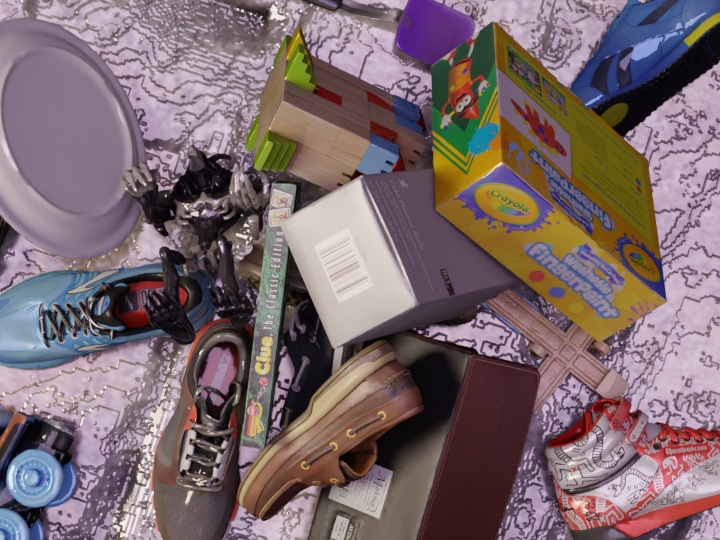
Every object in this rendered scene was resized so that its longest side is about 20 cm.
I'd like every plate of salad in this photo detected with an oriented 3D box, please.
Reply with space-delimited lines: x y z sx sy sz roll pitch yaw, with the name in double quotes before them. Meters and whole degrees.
"plate of salad" -0.248 -0.103 1.601 0.048 0.200 0.201 -20 87 35

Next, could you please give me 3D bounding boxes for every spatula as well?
"spatula" -0.003 -0.220 1.681 0.199 0.021 0.057 19 73 1

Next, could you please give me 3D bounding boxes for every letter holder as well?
"letter holder" 0.055 0.157 1.627 0.100 0.142 0.201 17 91 33

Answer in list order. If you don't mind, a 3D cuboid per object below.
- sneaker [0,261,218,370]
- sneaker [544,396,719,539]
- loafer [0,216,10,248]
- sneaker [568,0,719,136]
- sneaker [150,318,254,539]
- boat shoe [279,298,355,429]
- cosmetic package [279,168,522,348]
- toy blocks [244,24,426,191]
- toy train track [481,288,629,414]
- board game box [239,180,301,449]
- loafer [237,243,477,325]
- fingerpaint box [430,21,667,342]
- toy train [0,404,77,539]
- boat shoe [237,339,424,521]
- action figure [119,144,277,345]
"sneaker" -0.215 0.029 1.620 0.199 0.090 0.079 -14 87 -4
"sneaker" 0.251 0.145 1.643 0.201 0.067 0.108 -23 96 -1
"loafer" -0.327 -0.028 1.628 0.073 0.071 0.201 25 85 0
"sneaker" 0.221 -0.172 1.676 0.200 0.066 0.079 -37 62 2
"sneaker" -0.128 0.135 1.621 0.077 0.082 0.201 8 86 -2
"boat shoe" -0.033 0.062 1.592 0.060 0.076 0.201 14 126 10
"cosmetic package" 0.036 -0.014 1.506 0.090 0.200 0.107 -29 83 30
"toy blocks" -0.011 -0.110 1.606 0.136 0.200 0.100 25 111 -11
"toy train track" 0.140 0.041 1.665 0.200 0.033 0.115 38 85 1
"board game box" -0.069 0.031 1.552 0.023 0.105 0.201 7 93 -3
"loafer" 0.000 0.000 1.644 0.199 0.076 0.068 10 77 -2
"fingerpaint box" 0.144 -0.068 1.567 0.073 0.167 0.200 -33 127 29
"toy train" -0.310 0.197 1.610 0.114 0.087 0.201 28 86 5
"boat shoe" -0.025 0.138 1.547 0.068 0.072 0.200 49 124 10
"action figure" -0.124 -0.043 1.579 0.118 0.102 0.201 -7 46 1
